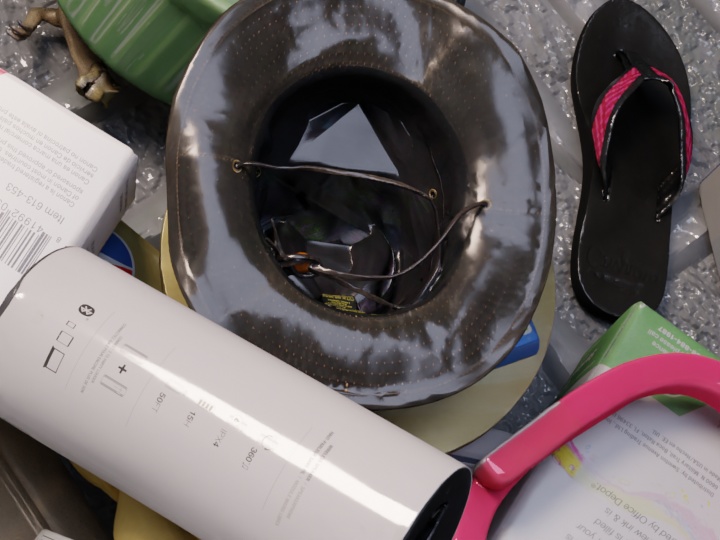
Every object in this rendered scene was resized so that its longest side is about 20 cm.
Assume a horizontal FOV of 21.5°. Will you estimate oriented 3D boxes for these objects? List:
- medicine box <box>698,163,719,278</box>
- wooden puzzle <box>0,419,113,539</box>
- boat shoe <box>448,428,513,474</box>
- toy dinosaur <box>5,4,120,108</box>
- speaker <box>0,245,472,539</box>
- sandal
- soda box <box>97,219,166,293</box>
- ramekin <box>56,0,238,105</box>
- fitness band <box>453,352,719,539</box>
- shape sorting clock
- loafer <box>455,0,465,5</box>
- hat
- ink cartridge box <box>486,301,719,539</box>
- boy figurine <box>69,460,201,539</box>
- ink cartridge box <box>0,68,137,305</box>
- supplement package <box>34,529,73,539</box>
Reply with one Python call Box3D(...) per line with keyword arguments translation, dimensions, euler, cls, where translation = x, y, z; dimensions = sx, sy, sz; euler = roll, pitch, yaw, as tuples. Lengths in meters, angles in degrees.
Box3D(translation=(0.320, -0.046, 1.043), dimensions=(0.199, 0.182, 0.104), euler=(-3, 68, -20), cls="medicine box")
Box3D(translation=(-0.212, 0.146, 0.868), dimensions=(0.199, 0.037, 0.186), euler=(-30, 79, -31), cls="wooden puzzle")
Box3D(translation=(-0.018, 0.112, 0.928), dimensions=(0.198, 0.071, 0.070), euler=(0, 76, -16), cls="boat shoe")
Box3D(translation=(-0.140, -0.161, 1.021), dimensions=(0.101, 0.058, 0.201), euler=(33, 49, -16), cls="toy dinosaur")
Box3D(translation=(-0.056, 0.069, 0.774), dimensions=(0.199, 0.081, 0.081), euler=(28, 60, 19), cls="speaker")
Box3D(translation=(0.158, -0.068, 1.075), dimensions=(0.075, 0.045, 0.201), euler=(12, 64, -13), cls="sandal")
Box3D(translation=(-0.162, -0.009, 0.929), dimensions=(0.200, 0.068, 0.064), euler=(39, 62, 1), cls="soda box")
Box3D(translation=(-0.069, -0.177, 0.976), dimensions=(0.199, 0.098, 0.201), euler=(18, 55, -28), cls="ramekin")
Box3D(translation=(0.129, 0.125, 0.893), dimensions=(0.199, 0.037, 0.144), euler=(-31, 82, -25), cls="fitness band")
Box3D(translation=(0.000, 0.000, 0.927), dimensions=(0.198, 0.039, 0.201), euler=(5, 70, -15), cls="shape sorting clock")
Box3D(translation=(0.009, -0.095, 1.033), dimensions=(0.062, 0.072, 0.201), euler=(12, 58, 9), cls="loafer")
Box3D(translation=(-0.004, -0.031, 0.873), dimensions=(0.199, 0.081, 0.202), euler=(3, 77, -11), cls="hat")
Box3D(translation=(0.138, 0.143, 0.954), dimensions=(0.145, 0.088, 0.200), euler=(36, 60, 0), cls="ink cartridge box")
Box3D(translation=(-0.055, 0.109, 0.842), dimensions=(0.200, 0.065, 0.124), euler=(39, 33, 24), cls="boy figurine")
Box3D(translation=(-0.211, 0.002, 0.836), dimensions=(0.144, 0.084, 0.201), euler=(32, 76, 0), cls="ink cartridge box")
Box3D(translation=(-0.078, 0.221, 0.748), dimensions=(0.191, 0.200, 0.147), euler=(40, 75, -13), cls="supplement package")
